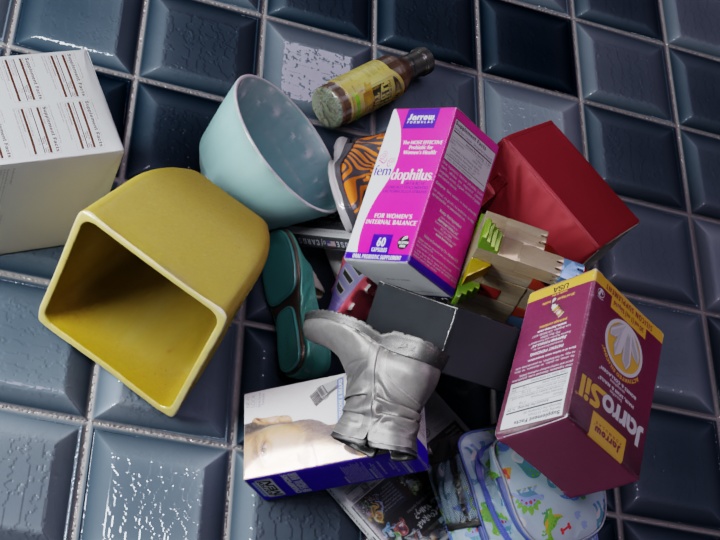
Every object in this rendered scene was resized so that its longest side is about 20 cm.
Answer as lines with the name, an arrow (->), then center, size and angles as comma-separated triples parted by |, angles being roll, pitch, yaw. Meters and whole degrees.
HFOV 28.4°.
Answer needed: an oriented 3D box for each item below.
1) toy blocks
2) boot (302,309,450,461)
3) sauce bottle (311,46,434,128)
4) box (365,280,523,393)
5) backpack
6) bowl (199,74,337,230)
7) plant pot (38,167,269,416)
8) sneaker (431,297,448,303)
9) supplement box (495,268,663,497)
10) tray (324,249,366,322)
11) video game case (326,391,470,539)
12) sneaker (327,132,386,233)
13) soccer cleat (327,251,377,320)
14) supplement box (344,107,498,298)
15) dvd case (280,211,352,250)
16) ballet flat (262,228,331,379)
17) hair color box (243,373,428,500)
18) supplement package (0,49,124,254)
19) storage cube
toy blocks -> 0.187, 0.008, 1.661 | 0.136, 0.200, 0.101 | 19, 62, -2
boot -> -0.007, 0.122, 1.525 | 0.070, 0.199, 0.133 | 31, 78, -46
sauce bottle -> 0.023, -0.258, 1.956 | 0.199, 0.065, 0.065 | -32, 74, -34
box -> 0.122, 0.085, 1.629 | 0.199, 0.141, 0.080 | 20, 87, -39
backpack -> 0.185, 0.269, 1.609 | 0.182, 0.147, 0.202 | -10, 82, -33
bowl -> -0.124, -0.130, 1.754 | 0.201, 0.105, 0.202 | 45, 25, -28
plant pot -> -0.210, 0.000, 1.613 | 0.195, 0.195, 0.200 | 36, 43, 3
sneaker -> 0.161, 0.059, 1.803 | 0.082, 0.072, 0.201 | -24, 71, -37
supplement box -> 0.240, 0.122, 1.544 | 0.131, 0.103, 0.201 | 40, 49, -27
tray -> 0.018, -0.001, 1.812 | 0.107, 0.022, 0.201 | -7, 62, -28
video game case -> 0.058, 0.235, 1.673 | 0.182, 0.023, 0.200 | 47, 52, 11
sneaker -> 0.023, -0.122, 1.747 | 0.111, 0.078, 0.201 | -13, 33, 10
soccer cleat -> 0.000, 0.000, 1.758 | 0.076, 0.067, 0.200 | 18, 52, 23
supplement box -> 0.074, -0.081, 1.678 | 0.103, 0.101, 0.202 | 36, 65, -44
dvd case -> 0.008, -0.093, 1.805 | 0.149, 0.025, 0.200 | 6, 39, 33
ballet flat -> -0.074, 0.045, 1.724 | 0.070, 0.067, 0.202 | 20, 49, -41
hair color box -> -0.029, 0.178, 1.578 | 0.198, 0.065, 0.110 | -14, 56, 17
supplement package -> -0.399, -0.129, 1.606 | 0.199, 0.192, 0.148 | -10, 63, -29
storage cube -> 0.215, -0.059, 1.805 | 0.180, 0.171, 0.200 | 49, 29, 8
